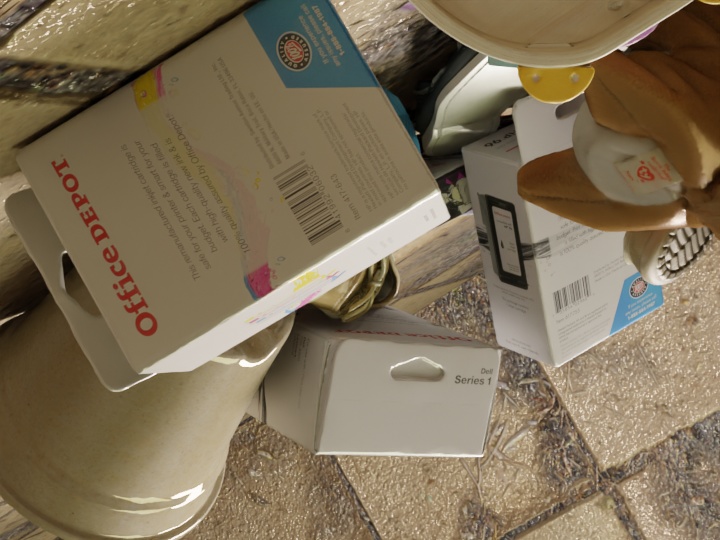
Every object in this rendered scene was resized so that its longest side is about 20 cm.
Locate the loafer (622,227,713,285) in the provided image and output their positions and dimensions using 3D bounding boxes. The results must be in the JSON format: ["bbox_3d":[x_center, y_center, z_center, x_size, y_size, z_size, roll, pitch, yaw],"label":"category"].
[{"bbox_3d":[0.214,-0.080,1.004,0.201,0.068,0.076,-63,149,-24],"label":"loafer"}]

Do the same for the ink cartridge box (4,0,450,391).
[{"bbox_3d":[-0.071,-0.037,0.774,0.199,0.129,0.125,-30,174,4],"label":"ink cartridge box"}]

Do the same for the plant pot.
[{"bbox_3d":[-0.141,0.055,0.994,0.200,0.201,0.184,-23,159,-49],"label":"plant pot"}]

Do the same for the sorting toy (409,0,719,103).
[{"bbox_3d":[0.123,-0.179,0.830,0.199,0.107,0.180,-31,-167,6],"label":"sorting toy"}]

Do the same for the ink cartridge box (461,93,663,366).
[{"bbox_3d":[0.143,-0.049,1.054,0.116,0.201,0.068,-26,-152,-28],"label":"ink cartridge box"}]

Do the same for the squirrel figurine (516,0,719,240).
[{"bbox_3d":[0.222,-0.115,0.919,0.187,0.199,0.142,-58,167,-34],"label":"squirrel figurine"}]

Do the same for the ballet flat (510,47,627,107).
[{"bbox_3d":[0.169,-0.178,1.064,0.199,0.068,0.067,-20,147,15],"label":"ballet flat"}]

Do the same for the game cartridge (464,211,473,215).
[{"bbox_3d":[0.157,-0.091,1.216,0.199,0.041,0.133,-11,-167,37],"label":"game cartridge"}]

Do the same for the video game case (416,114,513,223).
[{"bbox_3d":[0.061,-0.078,1.154,0.181,0.036,0.200,-27,-166,-28],"label":"video game case"}]

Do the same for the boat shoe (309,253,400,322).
[{"bbox_3d":[-0.001,0.002,1.026,0.073,0.063,0.201,-59,179,-2],"label":"boat shoe"}]

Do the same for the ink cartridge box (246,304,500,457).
[{"bbox_3d":[-0.013,0.071,1.084,0.145,0.085,0.200,5,-172,-29],"label":"ink cartridge box"}]

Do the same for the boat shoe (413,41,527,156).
[{"bbox_3d":[0.075,-0.137,1.000,0.072,0.062,0.200,-11,167,-13],"label":"boat shoe"}]

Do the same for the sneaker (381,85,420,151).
[{"bbox_3d":[-0.037,-0.071,0.959,0.081,0.077,0.199,-21,177,43],"label":"sneaker"}]
